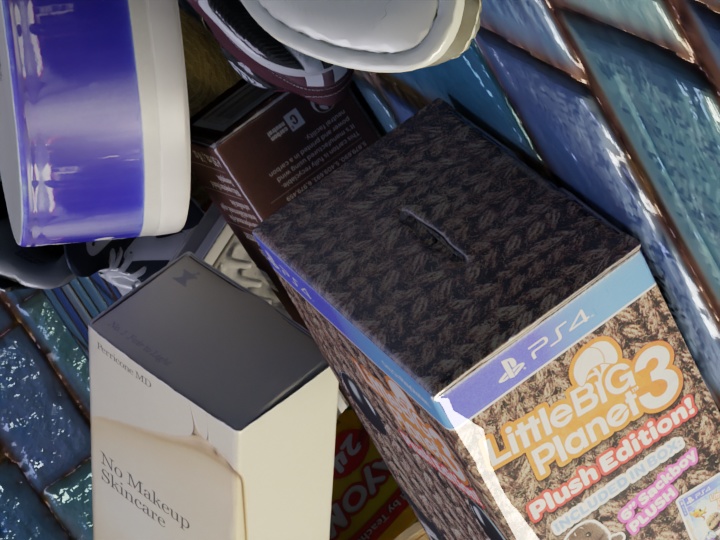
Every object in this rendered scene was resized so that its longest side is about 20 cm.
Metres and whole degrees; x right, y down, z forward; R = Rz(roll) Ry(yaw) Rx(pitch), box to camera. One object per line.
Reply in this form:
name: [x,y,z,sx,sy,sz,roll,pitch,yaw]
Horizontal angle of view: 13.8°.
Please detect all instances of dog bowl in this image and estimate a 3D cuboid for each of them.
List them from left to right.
dog bowl: [-0.134,-0.112,1.396,0.200,0.079,0.200,173,90,-81]

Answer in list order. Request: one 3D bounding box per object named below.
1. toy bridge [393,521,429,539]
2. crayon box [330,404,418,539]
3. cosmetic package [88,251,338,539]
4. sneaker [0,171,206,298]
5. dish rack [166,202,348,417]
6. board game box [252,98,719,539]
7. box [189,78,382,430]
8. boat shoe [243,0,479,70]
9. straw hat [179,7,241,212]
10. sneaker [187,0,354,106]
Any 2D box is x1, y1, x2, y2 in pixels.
toy bridge: [0.032,0.159,1.426,0.067,0.200,0.027,34,174,42]
crayon box: [0.038,0.136,1.504,0.051,0.127,0.200,43,178,-37]
cosmetic package: [-0.072,0.102,1.434,0.104,0.073,0.200,33,142,28]
sneaker: [-0.145,-0.011,1.545,0.079,0.130,0.199,11,137,29]
dish rack: [-0.060,0.053,1.585,0.044,0.172,0.200,12,145,32]
board game box: [0.068,0.058,1.187,0.159,0.097,0.200,41,164,54]
box: [0.000,0.000,1.399,0.200,0.075,0.100,55,170,-13]
boat shoe: [-0.025,-0.129,1.068,0.202,0.072,0.060,35,-165,34]
straw hat: [-0.134,-0.106,1.613,0.085,0.201,0.201,-75,-34,-46]
sneaker: [-0.072,-0.140,1.263,0.200,0.076,0.116,51,173,18]
